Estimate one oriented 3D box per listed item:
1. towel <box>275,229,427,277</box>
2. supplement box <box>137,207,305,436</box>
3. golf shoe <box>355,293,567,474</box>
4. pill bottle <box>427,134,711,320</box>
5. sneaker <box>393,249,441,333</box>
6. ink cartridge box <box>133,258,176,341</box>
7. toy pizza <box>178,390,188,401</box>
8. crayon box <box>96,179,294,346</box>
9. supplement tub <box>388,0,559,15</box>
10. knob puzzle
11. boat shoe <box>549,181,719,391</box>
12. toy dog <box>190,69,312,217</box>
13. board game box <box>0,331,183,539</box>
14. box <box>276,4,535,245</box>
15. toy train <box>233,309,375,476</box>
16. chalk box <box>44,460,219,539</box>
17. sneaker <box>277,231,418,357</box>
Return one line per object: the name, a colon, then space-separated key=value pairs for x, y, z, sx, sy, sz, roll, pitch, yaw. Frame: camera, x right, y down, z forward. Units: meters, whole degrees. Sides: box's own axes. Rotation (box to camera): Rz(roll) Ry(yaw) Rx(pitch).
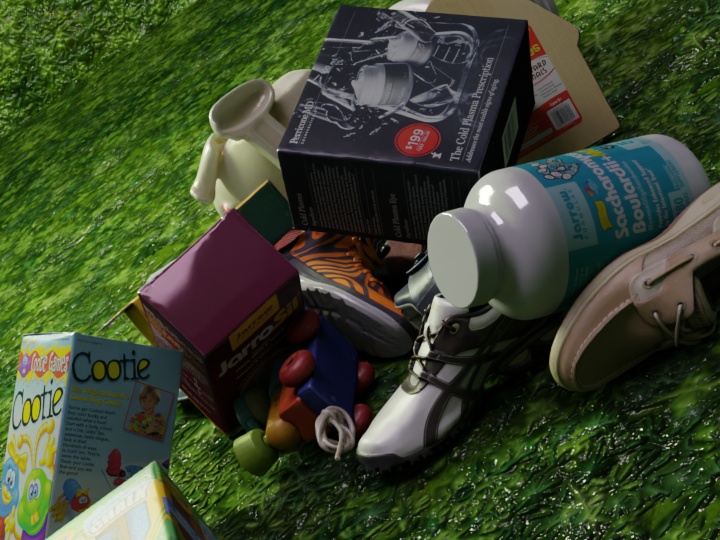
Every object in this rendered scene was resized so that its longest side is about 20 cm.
towel: x=-0.030 y=-0.012 z=1.606 sx=0.199 sy=0.023 sz=0.144 roll=-16 pitch=24 yaw=10
supplement box: x=-0.112 y=0.049 z=1.433 sx=0.110 sy=0.086 sz=0.200 roll=-42 pitch=-19 yaw=-16
golf shoe: x=0.062 y=0.067 z=1.261 sx=0.200 sy=0.095 sz=0.078 roll=-41 pitch=22 yaw=-8
pill bottle: x=0.151 y=-0.028 z=1.202 sx=0.199 sy=0.111 sz=0.111 roll=-15 pitch=11 yaw=-26
sneaker: x=0.106 y=-0.005 z=1.370 sx=0.146 sy=0.077 sz=0.202 roll=-55 pitch=-17 yaw=23
ink cartridge box: x=-0.150 y=-0.012 z=1.786 sx=0.200 sy=0.047 sz=0.160 roll=-35 pitch=9 yaw=9
toy pizza: x=-0.119 y=0.066 z=1.633 sx=0.200 sy=0.032 sz=0.200 roll=-32 pitch=20 yaw=13
crayon box: x=-0.152 y=0.006 z=1.542 sx=0.200 sy=0.052 sz=0.126 roll=-42 pitch=4 yaw=-12
supplement tub: x=0.111 y=-0.230 z=1.710 sx=0.144 sy=0.145 sz=0.200 roll=-19 pitch=10 yaw=38
knob puzzle: x=0.124 y=-0.175 z=1.578 sx=0.219 sy=0.220 sz=0.030 roll=-30 pitch=-9 yaw=14
boat shoe: x=0.218 y=0.017 z=1.156 sx=0.200 sy=0.071 sz=0.065 roll=-43 pitch=43 yaw=0
toy dog: x=-0.096 y=-0.119 z=1.716 sx=0.194 sy=0.139 sz=0.200 roll=-62 pitch=5 yaw=-32
board game box: x=-0.225 y=0.158 z=1.355 sx=0.103 sy=0.105 sz=0.201 roll=-4 pitch=76 yaw=55
box: x=0.045 y=-0.129 z=1.478 sx=0.181 sy=0.104 sz=0.200 roll=6 pitch=49 yaw=16
toy train: x=-0.057 y=0.127 z=1.347 sx=0.116 sy=0.085 sz=0.200 roll=-40 pitch=18 yaw=19
chalk box: x=-0.156 y=0.235 z=1.197 sx=0.124 sy=0.125 sz=0.200 roll=-36 pitch=22 yaw=1
sneaker: x=0.000 y=0.000 z=1.474 sx=0.112 sy=0.078 sz=0.200 roll=-43 pitch=43 yaw=-20
